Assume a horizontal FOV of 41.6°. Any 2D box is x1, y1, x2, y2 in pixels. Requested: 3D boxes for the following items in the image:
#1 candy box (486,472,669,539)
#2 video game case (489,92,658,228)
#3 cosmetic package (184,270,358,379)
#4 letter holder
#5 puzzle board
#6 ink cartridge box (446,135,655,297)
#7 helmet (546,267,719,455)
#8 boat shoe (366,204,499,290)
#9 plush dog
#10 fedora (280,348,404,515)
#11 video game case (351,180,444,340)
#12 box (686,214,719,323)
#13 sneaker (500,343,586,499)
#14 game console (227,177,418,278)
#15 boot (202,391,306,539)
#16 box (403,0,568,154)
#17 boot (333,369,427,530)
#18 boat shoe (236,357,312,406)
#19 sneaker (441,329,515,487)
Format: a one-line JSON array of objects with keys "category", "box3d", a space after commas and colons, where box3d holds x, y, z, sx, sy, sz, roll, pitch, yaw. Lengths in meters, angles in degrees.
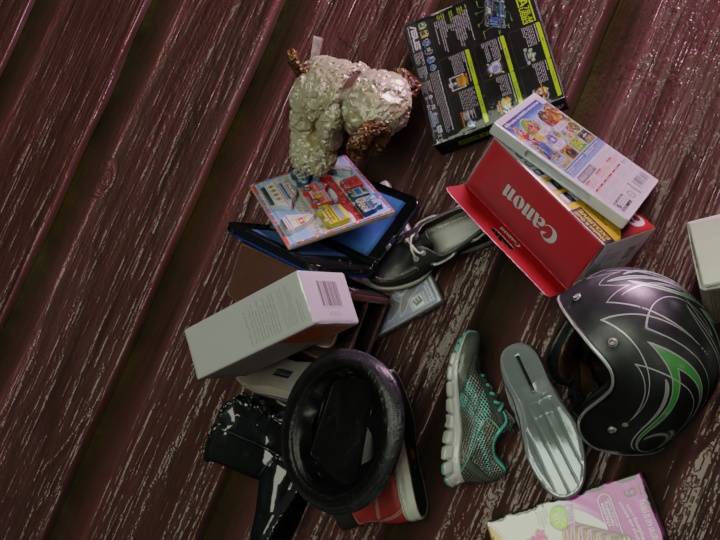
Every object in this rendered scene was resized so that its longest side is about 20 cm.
[{"category": "candy box", "box3d": [0.267, 0.337, 1.134, 0.199, 0.061, 0.137, -23, 70, 16]}, {"category": "video game case", "box3d": [0.270, -0.142, 1.188, 0.200, 0.143, 0.018, 38, 129, 11]}, {"category": "cosmetic package", "box3d": [-0.114, 0.071, 1.195, 0.199, 0.101, 0.072, -26, 74, 31]}, {"category": "letter holder", "box3d": [-0.084, 0.063, 1.294, 0.199, 0.100, 0.143, 25, 99, 33]}, {"category": "puzzle board", "box3d": [-0.058, -0.101, 1.300, 0.150, 0.018, 0.200, -18, 33, -12]}, {"category": "ink cartridge box", "box3d": [0.234, -0.077, 1.174, 0.200, 0.175, 0.084, 48, 129, 23]}, {"category": "helmet", "box3d": [0.312, 0.093, 1.086, 0.199, 0.200, 0.192, 25, 118, 25]}, {"category": "boat shoe", "box3d": [0.096, -0.035, 1.271, 0.198, 0.060, 0.074, -21, 70, 4]}, {"category": "plush dog", "box3d": [-0.007, -0.233, 1.294, 0.171, 0.161, 0.201, 14, 58, 28]}, {"category": "fedora", "box3d": [-0.006, 0.200, 1.183, 0.199, 0.091, 0.203, -5, 81, 35]}, {"category": "video game case", "box3d": [0.000, 0.000, 1.340, 0.181, 0.023, 0.201, -29, 69, 13]}, {"category": "box", "box3d": [0.428, -0.001, 1.072, 0.094, 0.200, 0.078, -13, 72, 18]}, {"category": "sneaker", "box3d": [0.229, 0.187, 1.173, 0.072, 0.071, 0.201, -19, 62, 8]}, {"category": "game console", "box3d": [-0.053, -0.074, 1.289, 0.199, 0.170, 0.119, 24, 105, 42]}, {"category": "boot", "box3d": [-0.147, 0.278, 1.307, 0.161, 0.073, 0.199, 22, 79, 22]}, {"category": "box", "box3d": [0.172, -0.287, 1.328, 0.192, 0.047, 0.202, -18, 71, 15]}, {"category": "boot", "box3d": [0.002, 0.238, 1.260, 0.143, 0.072, 0.202, -12, 77, 20]}, {"category": "boat shoe", "box3d": [-0.096, 0.168, 1.314, 0.075, 0.093, 0.199, -48, 31, -20]}, {"category": "sneaker", "box3d": [0.155, 0.178, 1.217, 0.090, 0.078, 0.202, 2, 86, 13]}]
